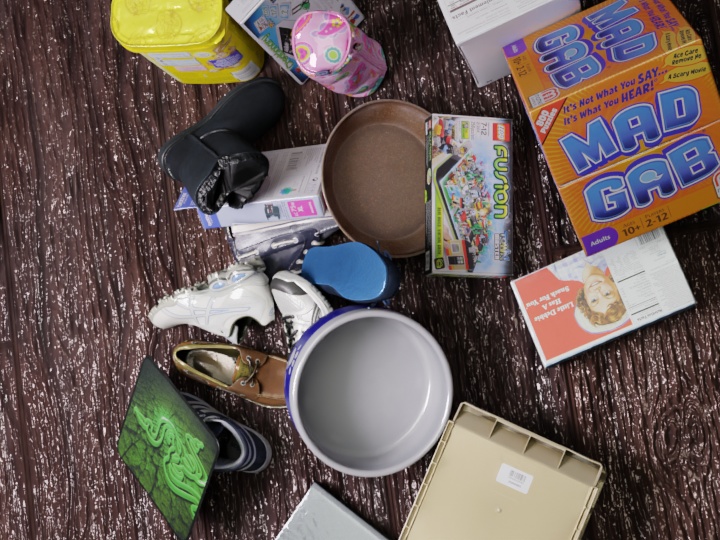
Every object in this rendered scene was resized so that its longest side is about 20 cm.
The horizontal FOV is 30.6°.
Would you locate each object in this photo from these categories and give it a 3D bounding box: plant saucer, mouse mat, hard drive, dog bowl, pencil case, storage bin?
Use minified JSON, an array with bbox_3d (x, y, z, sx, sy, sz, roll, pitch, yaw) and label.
[{"bbox_3d":[0.037,-0.115,1.669,0.198,0.037,0.203,3,83,-22],"label":"plant saucer"},{"bbox_3d":[-0.249,0.224,1.674,0.200,0.007,0.162,42,121,39],"label":"mouse mat"},{"bbox_3d":[-0.018,0.383,1.663,0.199,0.033,0.140,36,92,14],"label":"hard drive"},{"bbox_3d":[0.008,0.144,1.598,0.198,0.079,0.203,-1,95,-13],"label":"dog bowl"},{"bbox_3d":[-0.024,-0.270,1.653,0.086,0.200,0.089,0,89,13],"label":"pencil case"},{"bbox_3d":[0.173,0.289,1.600,0.198,0.094,0.200,23,88,15],"label":"storage bin"}]

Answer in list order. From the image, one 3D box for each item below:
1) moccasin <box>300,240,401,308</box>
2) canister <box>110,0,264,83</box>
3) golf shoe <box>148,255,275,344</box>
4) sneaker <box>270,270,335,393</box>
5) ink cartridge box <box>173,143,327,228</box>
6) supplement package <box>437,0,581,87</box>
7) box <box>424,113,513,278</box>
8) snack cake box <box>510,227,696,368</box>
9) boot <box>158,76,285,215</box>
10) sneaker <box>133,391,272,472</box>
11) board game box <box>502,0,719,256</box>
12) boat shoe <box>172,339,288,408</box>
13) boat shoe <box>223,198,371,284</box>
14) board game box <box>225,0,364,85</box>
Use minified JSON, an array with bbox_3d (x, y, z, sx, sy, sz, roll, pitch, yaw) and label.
[{"bbox_3d":[0.000,0.000,1.613,0.068,0.199,0.081,17,91,-31],"label":"moccasin"},{"bbox_3d":[-0.217,-0.304,1.701,0.147,0.200,0.088,0,83,12],"label":"canister"},{"bbox_3d":[-0.193,0.057,1.698,0.199,0.078,0.098,-22,92,38],"label":"golf shoe"},{"bbox_3d":[-0.065,0.098,1.645,0.087,0.076,0.201,-35,99,-24],"label":"sneaker"},{"bbox_3d":[-0.132,-0.108,1.703,0.198,0.042,0.120,-4,38,15],"label":"ink cartridge box"},{"bbox_3d":[0.182,-0.328,1.613,0.155,0.200,0.112,-23,79,9],"label":"supplement package"},{"bbox_3d":[0.137,-0.093,1.661,0.109,0.035,0.202,1,83,-13],"label":"box"},{"bbox_3d":[0.297,0.029,1.615,0.198,0.067,0.116,-23,81,9],"label":"snack cake box"},{"bbox_3d":[-0.150,-0.157,1.674,0.199,0.077,0.168,-35,35,-13],"label":"boot"},{"bbox_3d":[-0.216,0.204,1.689,0.198,0.108,0.071,21,88,14],"label":"sneaker"},{"bbox_3d":[0.303,-0.179,1.530,0.198,0.200,0.201,-23,119,9],"label":"board game box"},{"bbox_3d":[-0.148,0.135,1.702,0.198,0.068,0.073,8,82,11],"label":"boat shoe"},{"bbox_3d":[-0.075,-0.037,1.713,0.198,0.075,0.094,-10,98,11],"label":"boat shoe"},{"bbox_3d":[-0.079,-0.327,1.672,0.126,0.200,0.035,-46,65,3],"label":"board game box"}]
